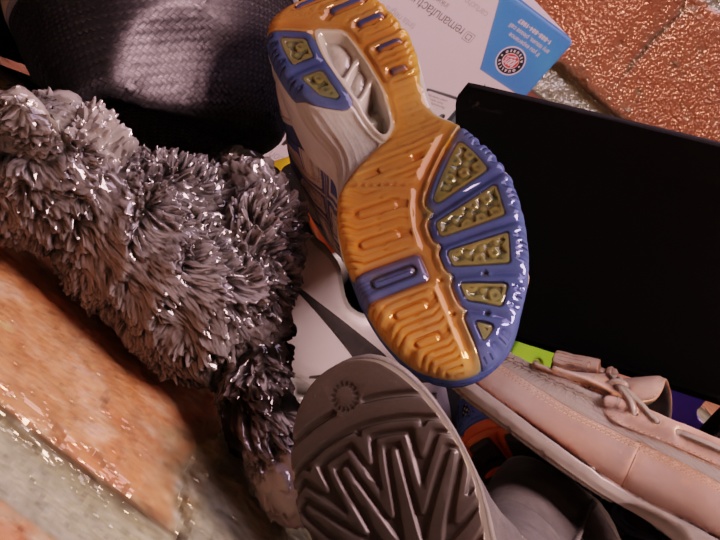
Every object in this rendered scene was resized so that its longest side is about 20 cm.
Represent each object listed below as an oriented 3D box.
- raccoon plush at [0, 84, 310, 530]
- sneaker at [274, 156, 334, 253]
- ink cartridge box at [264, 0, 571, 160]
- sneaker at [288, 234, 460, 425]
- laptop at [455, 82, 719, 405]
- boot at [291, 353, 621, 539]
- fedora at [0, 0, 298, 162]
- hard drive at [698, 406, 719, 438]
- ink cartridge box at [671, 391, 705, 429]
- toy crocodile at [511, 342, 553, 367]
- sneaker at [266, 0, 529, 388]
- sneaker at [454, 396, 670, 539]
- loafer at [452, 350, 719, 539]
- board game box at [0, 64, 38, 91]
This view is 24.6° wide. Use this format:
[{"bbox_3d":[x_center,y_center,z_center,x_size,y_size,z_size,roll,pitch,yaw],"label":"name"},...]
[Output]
[{"bbox_3d":[-0.085,0.001,0.652,0.134,0.097,0.200,16,26,-41],"label":"raccoon plush"},{"bbox_3d":[0.000,0.000,0.905,0.090,0.070,0.200,-1,-32,29],"label":"sneaker"},{"bbox_3d":[0.004,-0.111,0.992,0.146,0.200,0.086,25,21,-43],"label":"ink cartridge box"},{"bbox_3d":[0.015,0.033,0.807,0.074,0.089,0.200,46,14,30],"label":"sneaker"},{"bbox_3d":[0.144,0.002,0.736,0.177,0.103,0.200,18,2,28],"label":"laptop"},{"bbox_3d":[0.054,0.103,0.673,0.182,0.072,0.200,66,22,-2],"label":"boot"},{"bbox_3d":[-0.092,-0.099,0.780,0.200,0.200,0.092,16,58,-58],"label":"fedora"},{"bbox_3d":[0.216,0.158,0.773,0.200,0.042,0.135,56,14,6],"label":"hard drive"},{"bbox_3d":[0.235,0.124,0.868,0.043,0.198,0.200,-30,69,-39],"label":"ink cartridge box"},{"bbox_3d":[0.083,0.015,1.002,0.200,0.062,0.068,56,-12,-13],"label":"toy crocodile"},{"bbox_3d":[0.017,-0.026,0.699,0.088,0.075,0.200,88,-15,-54],"label":"sneaker"},{"bbox_3d":[0.124,0.108,0.844,0.200,0.075,0.079,35,29,-31],"label":"sneaker"},{"bbox_3d":[0.129,0.077,0.698,0.200,0.063,0.072,34,1,22],"label":"loafer"},{"bbox_3d":[-0.149,-0.061,0.806,0.105,0.023,0.200,46,15,29],"label":"board game box"}]
